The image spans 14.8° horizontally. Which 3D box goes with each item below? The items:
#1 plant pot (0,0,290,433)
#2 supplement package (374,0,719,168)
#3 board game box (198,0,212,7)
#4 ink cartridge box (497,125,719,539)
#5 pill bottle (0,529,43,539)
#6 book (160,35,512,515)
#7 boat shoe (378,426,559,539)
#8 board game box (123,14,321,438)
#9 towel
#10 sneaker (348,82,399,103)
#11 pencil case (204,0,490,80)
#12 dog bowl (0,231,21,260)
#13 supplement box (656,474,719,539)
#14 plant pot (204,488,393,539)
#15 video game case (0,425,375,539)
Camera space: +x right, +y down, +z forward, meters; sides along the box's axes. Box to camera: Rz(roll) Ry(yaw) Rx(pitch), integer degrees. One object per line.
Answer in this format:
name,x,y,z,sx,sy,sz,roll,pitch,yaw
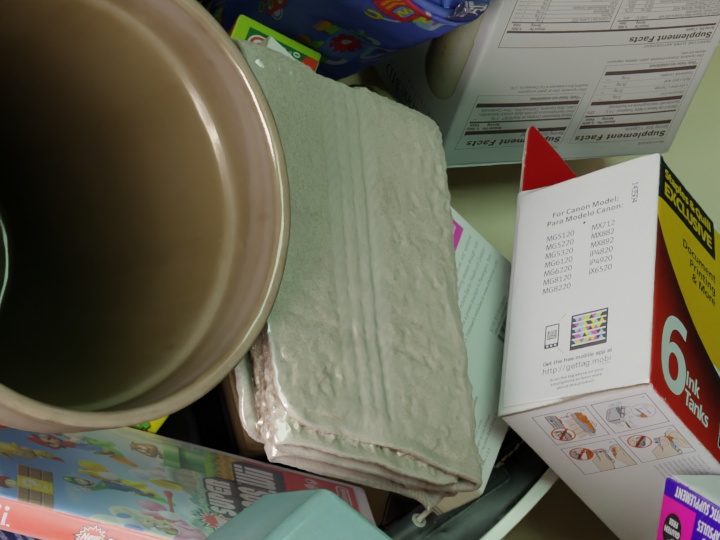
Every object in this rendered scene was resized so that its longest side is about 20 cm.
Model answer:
plant pot,-0.159,-0.022,1.176,0.199,0.173,0.201,8,76,-36
supplement package,0.102,-0.179,1.449,0.150,0.200,0.152,-5,47,-28
board game box,-0.059,-0.206,1.410,0.057,0.200,0.165,44,52,2
ink cartridge box,0.155,0.039,1.378,0.200,0.084,0.176,45,41,-43
pill bottle,-0.171,0.164,1.192,0.199,0.111,0.111,-6,64,-28
book,0.000,0.000,1.304,0.200,0.048,0.134,43,45,-17
boat shoe,0.035,0.122,1.343,0.060,0.074,0.200,45,61,-1
board game box,-0.084,-0.016,1.346,0.047,0.102,0.201,26,54,-9
towel,-0.007,0.003,1.241,0.132,0.034,0.201,20,54,-41
sneaker,-0.012,-0.012,1.402,0.088,0.077,0.201,4,57,-13
pencil case,-0.006,-0.135,1.397,0.087,0.200,0.078,17,67,-28
dog bowl,-0.194,-0.079,1.350,0.199,0.074,0.201,12,58,-19
supplement box,0.191,0.204,1.282,0.103,0.101,0.201,3,101,-23
plant pot,-0.048,0.194,1.107,0.141,0.141,0.200,40,74,-10
video game case,-0.087,0.102,1.235,0.199,0.018,0.143,15,13,-10
